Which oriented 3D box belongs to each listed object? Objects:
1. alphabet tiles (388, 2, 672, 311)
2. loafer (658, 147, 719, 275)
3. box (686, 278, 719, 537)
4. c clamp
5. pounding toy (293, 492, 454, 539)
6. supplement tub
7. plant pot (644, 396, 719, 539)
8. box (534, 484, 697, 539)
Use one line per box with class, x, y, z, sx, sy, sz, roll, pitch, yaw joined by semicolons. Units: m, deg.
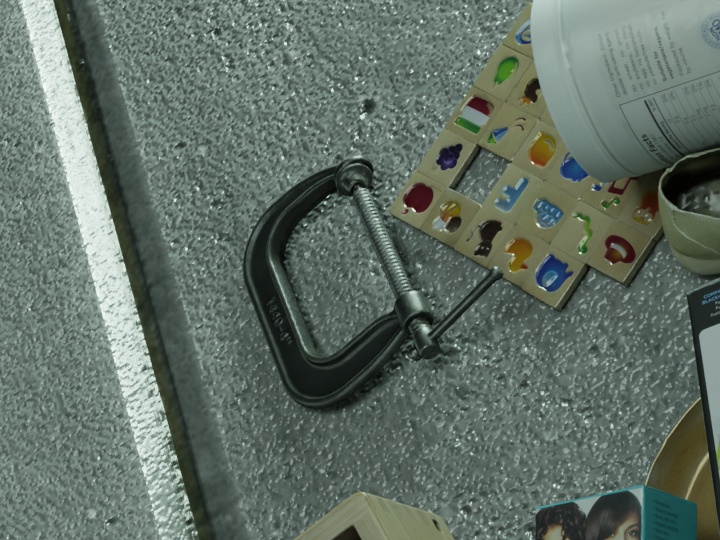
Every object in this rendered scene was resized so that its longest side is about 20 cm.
alphabet tiles;0.127;-0.069;1.816;0.200;0.008;0.168;31;85;43
loafer;0.257;-0.048;1.660;0.199;0.068;0.076;-19;55;29
box;0.235;0.108;1.518;0.060;0.116;0.201;-23;54;28
c clamp;0.000;0.000;1.858;0.171;0.027;0.200;-47;45;18
pounding toy;-0.012;0.245;1.667;0.200;0.142;0.185;-38;62;16
supplement tub;0.215;-0.141;1.700;0.199;0.132;0.133;-17;55;26
plant pot;0.245;0.136;1.591;0.199;0.027;0.201;-19;54;28
box;0.138;0.224;1.577;0.082;0.049;0.201;-17;63;42
